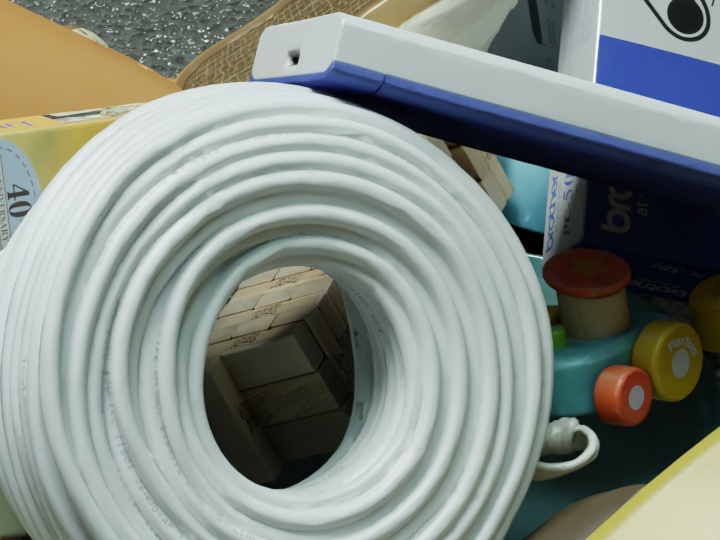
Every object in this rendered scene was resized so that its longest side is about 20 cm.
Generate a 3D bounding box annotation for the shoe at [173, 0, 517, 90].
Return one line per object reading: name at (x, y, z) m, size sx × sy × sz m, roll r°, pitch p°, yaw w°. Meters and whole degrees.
shoe at (0.012, -0.102, 1.152) m, size 0.200 × 0.053 × 0.070 m, roll -35°, pitch 37°, yaw -13°

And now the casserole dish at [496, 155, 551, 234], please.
casserole dish at (0.060, -0.072, 1.237) m, size 0.121 × 0.039 × 0.200 m, roll -5°, pitch 32°, yaw -42°

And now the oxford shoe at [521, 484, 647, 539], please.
oxford shoe at (0.047, 0.146, 0.955) m, size 0.200 × 0.073 × 0.084 m, roll -38°, pitch 16°, yaw -28°

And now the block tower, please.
block tower at (0.000, 0.000, 1.091) m, size 0.058 × 0.054 × 0.200 m, roll -15°, pitch 26°, yaw 34°

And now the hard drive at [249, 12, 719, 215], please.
hard drive at (0.069, -0.054, 1.031) m, size 0.199 × 0.025 × 0.132 m, roll 14°, pitch -1°, yaw -14°

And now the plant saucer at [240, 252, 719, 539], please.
plant saucer at (0.041, 0.059, 1.096) m, size 0.199 × 0.027 × 0.200 m, roll 1°, pitch 37°, yaw -1°

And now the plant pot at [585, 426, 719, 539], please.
plant pot at (0.145, 0.163, 0.834) m, size 0.176 × 0.200 × 0.200 m, roll -22°, pitch 41°, yaw -11°

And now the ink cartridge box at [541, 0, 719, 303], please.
ink cartridge box at (0.132, -0.089, 1.163) m, size 0.094 × 0.044 × 0.201 m, roll 13°, pitch 68°, yaw -16°

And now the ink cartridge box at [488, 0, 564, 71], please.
ink cartridge box at (0.081, -0.152, 1.276) m, size 0.199 × 0.084 × 0.145 m, roll 11°, pitch 23°, yaw -17°

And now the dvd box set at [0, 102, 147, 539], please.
dvd box set at (-0.155, 0.026, 0.963) m, size 0.199 × 0.147 × 0.029 m, roll -8°, pitch 13°, yaw -26°

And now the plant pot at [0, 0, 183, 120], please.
plant pot at (-0.149, -0.019, 1.074) m, size 0.140 × 0.201 × 0.200 m, roll 12°, pitch 34°, yaw -14°

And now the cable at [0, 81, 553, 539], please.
cable at (-0.030, 0.034, 0.958) m, size 0.200 × 0.200 × 0.069 m, roll -48°, pitch 17°, yaw -19°

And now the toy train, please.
toy train at (0.141, 0.020, 1.038) m, size 0.199 × 0.056 × 0.150 m, roll -10°, pitch 16°, yaw -4°

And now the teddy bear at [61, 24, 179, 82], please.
teddy bear at (-0.073, -0.057, 1.215) m, size 0.200 × 0.067 × 0.145 m, roll 29°, pitch 42°, yaw 32°
